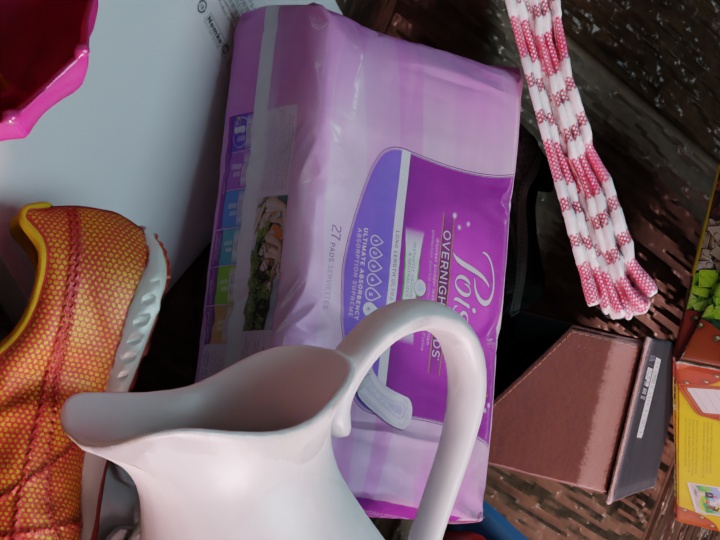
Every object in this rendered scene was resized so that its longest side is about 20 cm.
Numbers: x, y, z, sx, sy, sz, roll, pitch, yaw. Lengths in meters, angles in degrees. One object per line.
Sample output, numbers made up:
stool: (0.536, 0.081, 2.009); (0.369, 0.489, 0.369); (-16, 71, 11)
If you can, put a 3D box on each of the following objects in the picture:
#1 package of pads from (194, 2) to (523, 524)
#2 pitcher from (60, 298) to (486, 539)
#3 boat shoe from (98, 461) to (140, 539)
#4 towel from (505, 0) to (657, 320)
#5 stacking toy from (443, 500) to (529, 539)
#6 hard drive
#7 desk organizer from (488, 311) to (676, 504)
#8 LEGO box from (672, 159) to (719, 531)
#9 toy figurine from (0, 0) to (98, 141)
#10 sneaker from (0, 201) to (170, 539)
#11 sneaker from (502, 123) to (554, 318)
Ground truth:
package of pads: (0.000, 0.000, 1.204); (0.120, 0.076, 0.201); (13, 78, -37)
pitcher: (-0.012, 0.121, 1.100); (0.171, 0.121, 0.201); (-21, 110, -26)
boat shoe: (-0.088, 0.091, 1.205); (0.200, 0.067, 0.074); (7, 95, -49)
towel: (0.089, -0.079, 1.286); (0.146, 0.030, 0.201); (-35, 110, -85)
stacking toy: (-0.011, 0.165, 1.287); (0.199, 0.116, 0.110); (5, 118, -39)
hard drive: (-0.086, -0.067, 1.196); (0.200, 0.027, 0.132); (-51, 134, -27)
desk organizer: (0.095, 0.057, 1.329); (0.200, 0.077, 0.072); (12, 91, -79)
LEGO box: (0.202, 0.026, 1.428); (0.200, 0.077, 0.149); (77, 26, -64)
toy figurine: (-0.156, -0.130, 1.042); (0.199, 0.150, 0.185); (0, 111, -26)
sneaker: (-0.131, 0.072, 1.118); (0.077, 0.073, 0.201); (15, 78, -11)
sneaker: (0.036, 0.013, 1.318); (0.087, 0.074, 0.201); (31, 72, -42)
